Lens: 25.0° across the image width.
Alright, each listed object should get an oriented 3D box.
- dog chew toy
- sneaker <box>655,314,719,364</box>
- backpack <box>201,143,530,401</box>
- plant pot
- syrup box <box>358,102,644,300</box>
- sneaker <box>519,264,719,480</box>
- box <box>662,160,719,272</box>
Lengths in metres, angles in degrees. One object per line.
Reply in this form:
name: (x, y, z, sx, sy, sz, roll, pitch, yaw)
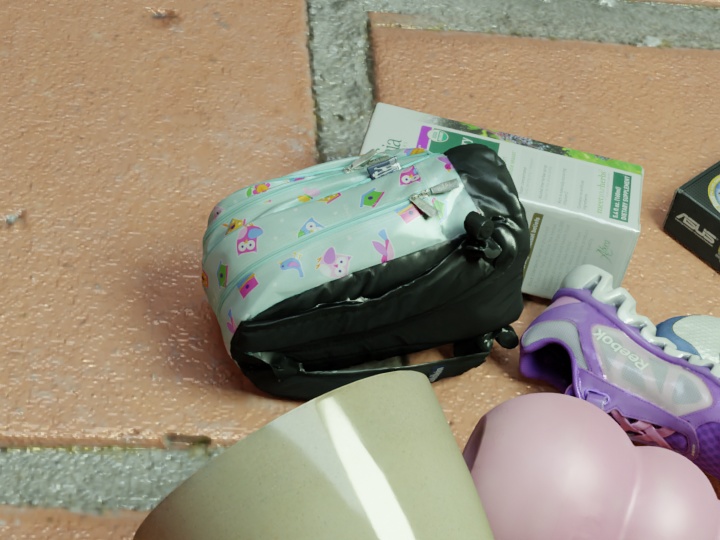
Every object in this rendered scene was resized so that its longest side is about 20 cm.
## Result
dog chew toy: (0.153, 0.152, 0.954, 0.200, 0.125, 0.125, 22, 46, -2)
sneaker: (0.297, 0.056, 1.095, 0.200, 0.088, 0.075, 15, 47, 4)
backpack: (0.000, 0.000, 1.047, 0.200, 0.167, 0.127, -16, 55, -6)
plant pot: (0.006, 0.188, 0.860, 0.187, 0.187, 0.200, -21, 68, -28)
syrup box: (0.092, -0.045, 1.150, 0.200, 0.081, 0.079, 15, 39, 1)
sneaker: (0.179, 0.084, 1.056, 0.088, 0.081, 0.200, -32, 54, -27)
box: (0.352, -0.021, 1.211, 0.160, 0.044, 0.200, -30, 58, -34)
